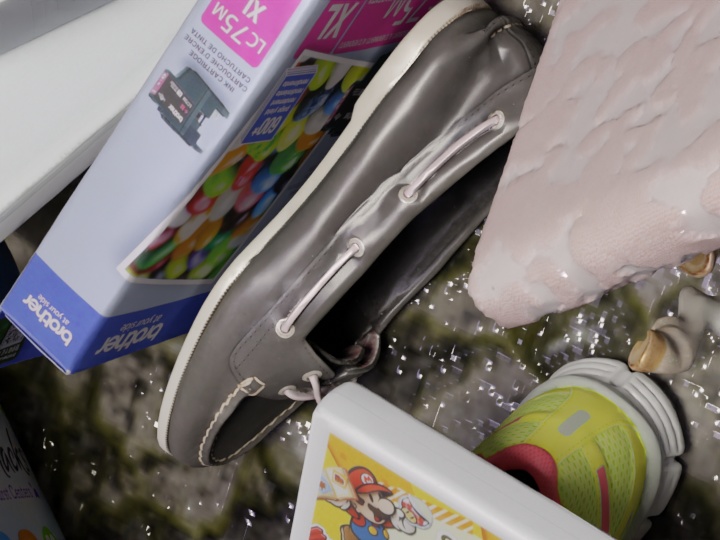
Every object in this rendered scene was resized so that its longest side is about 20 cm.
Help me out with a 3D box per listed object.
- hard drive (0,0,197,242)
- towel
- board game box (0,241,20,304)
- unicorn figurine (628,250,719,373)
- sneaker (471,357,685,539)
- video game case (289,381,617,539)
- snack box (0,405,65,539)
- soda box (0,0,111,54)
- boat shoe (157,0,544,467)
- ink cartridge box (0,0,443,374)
[{"bbox_3d":[-0.114,-0.101,0.872,0.200,0.027,0.132,-42,74,-16],"label":"hard drive"},{"bbox_3d":[0.125,-0.085,0.709,0.032,0.192,0.200,39,140,-23],"label":"towel"},{"bbox_3d":[-0.207,-0.034,0.899,0.039,0.200,0.158,-50,39,11],"label":"board game box"},{"bbox_3d":[0.153,0.051,0.781,0.074,0.137,0.201,-26,70,38],"label":"unicorn figurine"},{"bbox_3d":[0.032,0.121,0.863,0.078,0.090,0.201,30,111,19],"label":"sneaker"},{"bbox_3d":[0.058,0.149,0.792,0.200,0.023,0.183,31,135,21],"label":"video game case"},{"bbox_3d":[-0.143,0.105,0.920,0.053,0.142,0.201,-28,84,4],"label":"snack box"},{"bbox_3d":[-0.059,-0.139,0.829,0.199,0.064,0.068,-27,85,-9],"label":"soda box"},{"bbox_3d":[0.000,0.000,0.875,0.057,0.067,0.200,42,111,21],"label":"boat shoe"},{"bbox_3d":[-0.046,-0.036,0.863,0.042,0.119,0.200,44,114,13],"label":"ink cartridge box"}]
